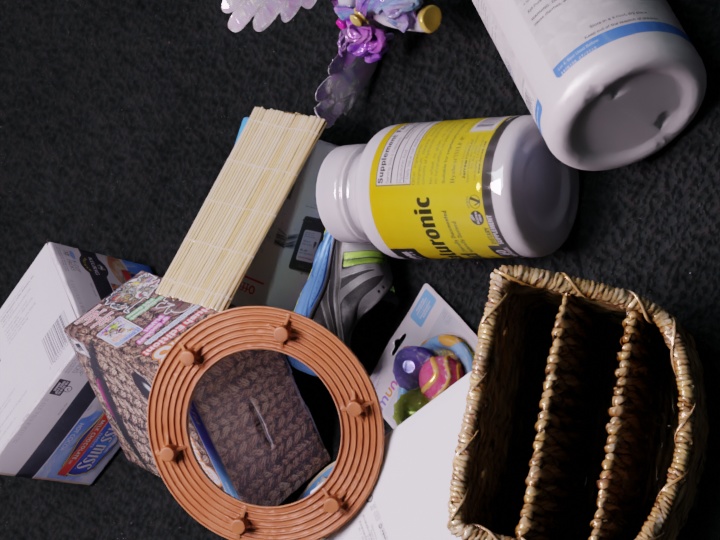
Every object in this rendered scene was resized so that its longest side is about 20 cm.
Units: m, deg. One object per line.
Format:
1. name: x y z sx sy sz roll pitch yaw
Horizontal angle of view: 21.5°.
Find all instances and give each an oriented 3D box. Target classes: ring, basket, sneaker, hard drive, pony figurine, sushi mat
1. ring: -0.079 0.128 1.524 0.199 0.019 0.202 3 100 15
2. basket: 0.160 0.113 1.329 0.142 0.149 0.201 6 75 26
3. sneaker: 0.000 0.000 1.637 0.071 0.082 0.201 102 -173 -76
4. hard drive: 0.049 0.186 1.496 0.200 0.027 0.132 -40 58 34
5. pony figurine: 0.003 -0.243 1.657 0.199 0.167 0.193 2 49 51
6. sushi mat: -0.105 -0.056 1.663 0.095 0.012 0.201 11 68 46

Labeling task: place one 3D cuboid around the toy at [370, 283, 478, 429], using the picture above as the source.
1. toy: 0.063 0.105 1.545 0.200 0.047 0.116 46 112 44

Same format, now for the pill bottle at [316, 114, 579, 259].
1. pill bottle: 0.066 -0.065 1.523 0.199 0.111 0.112 0 79 39

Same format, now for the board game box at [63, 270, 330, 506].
1. board game box: -0.145 0.109 1.676 0.097 0.160 0.200 -38 33 -26

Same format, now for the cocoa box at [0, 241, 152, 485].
1. cocoa box: -0.286 0.095 1.871 0.200 0.131 0.134 -51 47 25

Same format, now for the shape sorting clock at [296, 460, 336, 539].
1. shape sorting clock: -0.006 0.250 1.586 0.199 0.039 0.201 -16 68 44

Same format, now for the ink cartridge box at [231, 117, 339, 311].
1. ink cartridge box: -0.080 -0.027 1.726 0.116 0.066 0.201 21 95 48

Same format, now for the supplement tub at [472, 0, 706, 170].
1. supplement tub: 0.168 -0.188 1.451 0.132 0.131 0.201 -45 50 30
